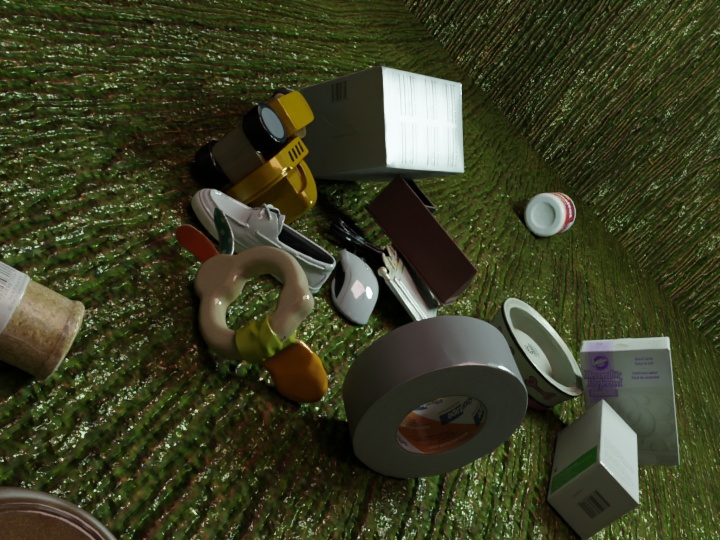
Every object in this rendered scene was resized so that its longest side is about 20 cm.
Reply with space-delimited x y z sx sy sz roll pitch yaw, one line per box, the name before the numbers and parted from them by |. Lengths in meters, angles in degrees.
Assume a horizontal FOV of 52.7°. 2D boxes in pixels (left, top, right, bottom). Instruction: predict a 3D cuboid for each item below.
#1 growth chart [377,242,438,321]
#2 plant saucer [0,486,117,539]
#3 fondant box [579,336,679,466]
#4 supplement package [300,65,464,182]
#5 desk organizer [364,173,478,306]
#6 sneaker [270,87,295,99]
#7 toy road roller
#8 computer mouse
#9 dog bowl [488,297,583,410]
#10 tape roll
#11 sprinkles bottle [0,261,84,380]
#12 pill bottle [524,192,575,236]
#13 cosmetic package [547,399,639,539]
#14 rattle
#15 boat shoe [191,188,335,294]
growth chart | 0.081 0.019 1.126 0.146 0.018 0.200 56 19 -7
plant saucer | -0.207 0.218 0.442 0.198 0.032 0.202 37 28 -23
fondant box | 0.449 0.219 1.214 0.058 0.140 0.206 -31 114 -63
supplement package | 0.036 -0.226 1.175 0.197 0.188 0.152 -5 94 -46
desk organizer | 0.102 -0.049 1.139 0.201 0.077 0.071 52 19 13
sneaker | -0.092 -0.261 1.269 0.199 0.076 0.116 35 18 -40
toy road roller | -0.120 -0.144 0.994 0.148 0.121 0.201 56 24 -13
computer mouse | 0.000 0.000 1.051 0.109 0.044 0.202 37 27 -22
dog bowl | 0.290 0.149 1.251 0.198 0.074 0.202 36 29 -22
tape roll | 0.080 0.142 0.792 0.198 0.200 0.067 26 31 -34
sprinkles bottle | -0.308 0.010 0.537 0.198 0.068 0.069 33 28 -26
pill bottle | 0.527 -0.157 2.000 0.114 0.113 0.199 52 26 13
cosmetic package | 0.355 0.297 1.102 0.085 0.108 0.200 45 24 1
rattle | -0.115 0.034 0.803 0.198 0.132 0.142 32 1 41
boat shoe | -0.116 -0.046 0.908 0.199 0.068 0.073 40 26 -15
